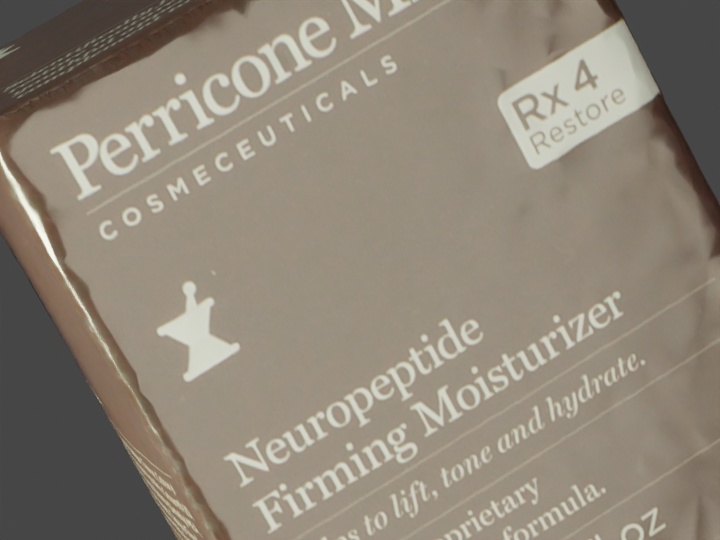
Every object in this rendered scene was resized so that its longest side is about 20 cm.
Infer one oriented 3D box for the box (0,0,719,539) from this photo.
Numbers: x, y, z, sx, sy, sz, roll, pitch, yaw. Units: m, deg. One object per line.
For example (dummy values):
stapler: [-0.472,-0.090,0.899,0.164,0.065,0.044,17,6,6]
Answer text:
box: [0.000,0.000,0.703,0.166,0.164,0.200,-31,104,-9]
